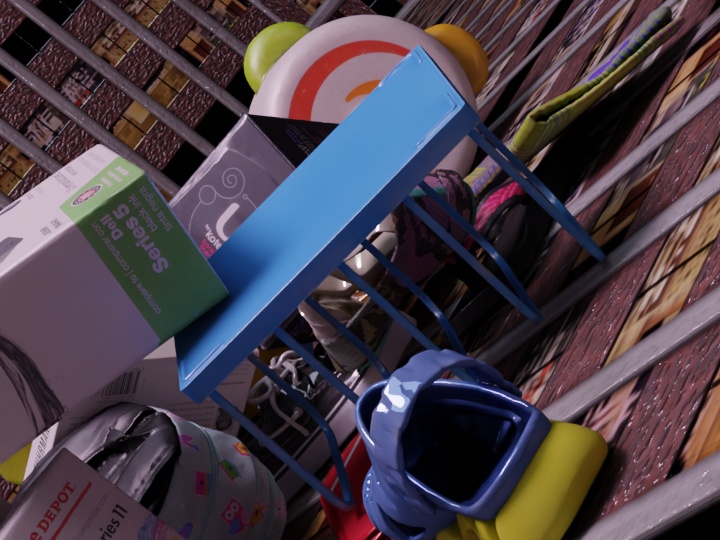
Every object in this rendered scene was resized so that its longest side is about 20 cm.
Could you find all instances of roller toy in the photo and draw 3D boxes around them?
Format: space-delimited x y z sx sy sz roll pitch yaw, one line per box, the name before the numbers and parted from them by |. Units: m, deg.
roller toy | 0.004 -0.116 1.623 0.140 0.200 0.183 168 104 -80

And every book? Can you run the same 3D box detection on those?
book | -0.153 0.131 1.272 0.048 0.133 0.200 48 129 42

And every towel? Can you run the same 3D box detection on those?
towel | 0.117 -0.093 1.254 0.144 0.023 0.200 -39 -2 -24

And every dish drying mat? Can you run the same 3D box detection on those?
dish drying mat | 0.009 0.115 1.065 0.077 0.018 0.200 -51 7 -1

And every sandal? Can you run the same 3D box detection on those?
sandal | 0.034 0.074 0.829 0.080 0.087 0.200 -56 6 -17
sandal | 0.083 -0.028 1.192 0.075 0.045 0.200 -43 11 45

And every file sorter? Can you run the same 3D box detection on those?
file sorter | 0.012 0.005 1.036 0.200 0.123 0.139 -46 19 8

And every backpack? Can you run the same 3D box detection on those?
backpack | -0.141 0.182 1.195 0.167 0.127 0.200 31 91 52

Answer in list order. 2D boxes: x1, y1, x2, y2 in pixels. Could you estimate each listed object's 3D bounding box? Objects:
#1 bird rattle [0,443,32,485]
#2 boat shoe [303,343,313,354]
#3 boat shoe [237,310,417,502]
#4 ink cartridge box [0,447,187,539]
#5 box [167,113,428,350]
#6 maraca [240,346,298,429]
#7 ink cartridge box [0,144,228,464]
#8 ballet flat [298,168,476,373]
bird rattle | -0.161 0.074 1.318 0.200 0.163 0.113 -65 29 29
boat shoe | -0.105 0.110 1.574 0.069 0.084 0.200 -29 19 43
boat shoe | -0.042 0.091 1.314 0.199 0.068 0.074 -49 8 28
ink cartridge box | -0.144 0.176 1.001 0.067 0.200 0.117 -46 9 41
box | -0.030 -0.027 1.351 0.106 0.122 0.200 -47 -16 17
maraca | -0.094 0.068 1.423 0.137 0.107 0.200 -104 11 -70
ink cartridge box | -0.186 0.028 1.043 0.200 0.084 0.145 -36 18 -8
ballet flat | 0.000 0.000 1.180 0.200 0.071 0.069 129 138 -53
